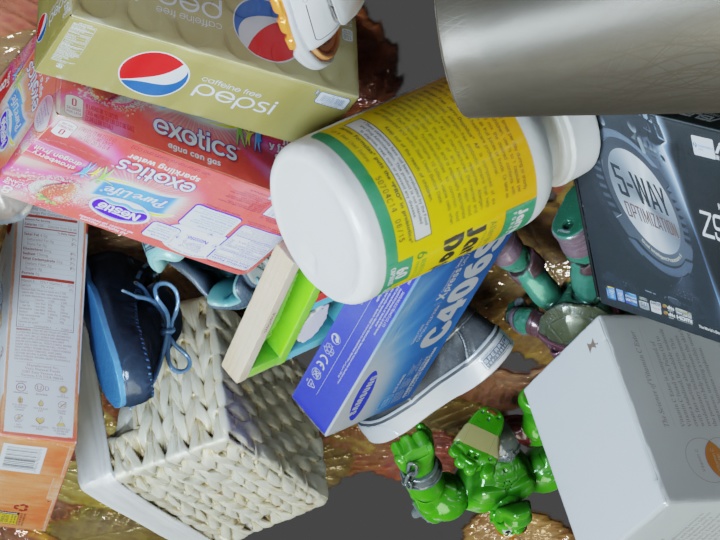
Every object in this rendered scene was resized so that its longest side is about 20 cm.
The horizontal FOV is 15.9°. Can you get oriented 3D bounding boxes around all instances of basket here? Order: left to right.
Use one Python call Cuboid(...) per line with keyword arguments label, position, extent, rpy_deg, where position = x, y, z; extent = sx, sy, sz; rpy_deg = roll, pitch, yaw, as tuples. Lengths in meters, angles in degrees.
Cuboid(label="basket", position=(-0.119, 0.116, 1.942), extent=(0.123, 0.136, 0.200), rpy_deg=(-18, 154, 19))
Cuboid(label="basket", position=(0.154, -0.160, 1.570), extent=(0.200, 0.136, 0.180), rpy_deg=(-7, 139, 15))

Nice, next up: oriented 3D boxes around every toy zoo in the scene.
Cuboid(label="toy zoo", position=(0.000, 0.000, 1.804), extent=(0.200, 0.020, 0.131), rpy_deg=(-24, 153, -38))

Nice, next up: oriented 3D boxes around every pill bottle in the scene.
Cuboid(label="pill bottle", position=(0.052, -0.065, 1.662), extent=(0.200, 0.113, 0.113), rpy_deg=(-25, 156, -27))

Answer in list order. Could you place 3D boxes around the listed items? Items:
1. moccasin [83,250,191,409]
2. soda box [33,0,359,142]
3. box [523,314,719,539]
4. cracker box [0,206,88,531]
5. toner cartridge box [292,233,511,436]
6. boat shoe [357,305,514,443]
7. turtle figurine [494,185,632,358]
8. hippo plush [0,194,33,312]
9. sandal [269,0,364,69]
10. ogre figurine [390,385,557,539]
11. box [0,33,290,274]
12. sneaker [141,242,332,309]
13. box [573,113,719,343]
Cuboid(label="moccasin", position=(-0.157, 0.030, 1.809), extent=(0.068, 0.200, 0.081), rpy_deg=(-5, 118, -10))
Cuboid(label="soda box", position=(-0.103, -0.144, 1.633), extent=(0.200, 0.068, 0.064), rpy_deg=(15, 143, -24))
Cuboid(label="box", position=(0.242, 0.121, 1.831), extent=(0.200, 0.152, 0.106), rpy_deg=(1, 147, -32))
Cuboid(label="cracker box", position=(-0.233, 0.065, 1.821), extent=(0.058, 0.200, 0.134), rpy_deg=(8, 145, -12))
Cuboid(label="toner cartridge box", position=(0.031, 0.028, 1.821), extent=(0.095, 0.043, 0.200), rpy_deg=(-21, 151, -42))
Cuboid(label="boat shoe", position=(0.041, 0.074, 1.975), extent=(0.068, 0.072, 0.200), rpy_deg=(44, 149, -6))
Cuboid(label="turtle figurine", position=(0.166, 0.022, 1.876), extent=(0.150, 0.101, 0.200), rpy_deg=(-19, 135, 17))
Cuboid(label="hippo plush", position=(-0.320, -0.009, 1.740), extent=(0.200, 0.161, 0.159), rpy_deg=(-27, 139, 32))
Cuboid(label="sandal", position=(-0.029, -0.198, 1.546), extent=(0.059, 0.079, 0.207), rpy_deg=(-7, 144, 13))
Cuboid(label="ogre figurine", position=(0.117, 0.150, 2.063), extent=(0.200, 0.098, 0.120), rpy_deg=(-32, 155, -28))
Cuboid(label="box", position=(-0.134, -0.084, 1.698), extent=(0.200, 0.095, 0.103), rpy_deg=(19, 141, -28))
Cuboid(label="sneaker", position=(-0.079, -0.002, 1.830), extent=(0.200, 0.086, 0.078), rpy_deg=(22, 139, -32))
Cuboid(label="box", position=(0.221, -0.036, 1.667), extent=(0.043, 0.200, 0.160), rpy_deg=(-27, 118, -29))
